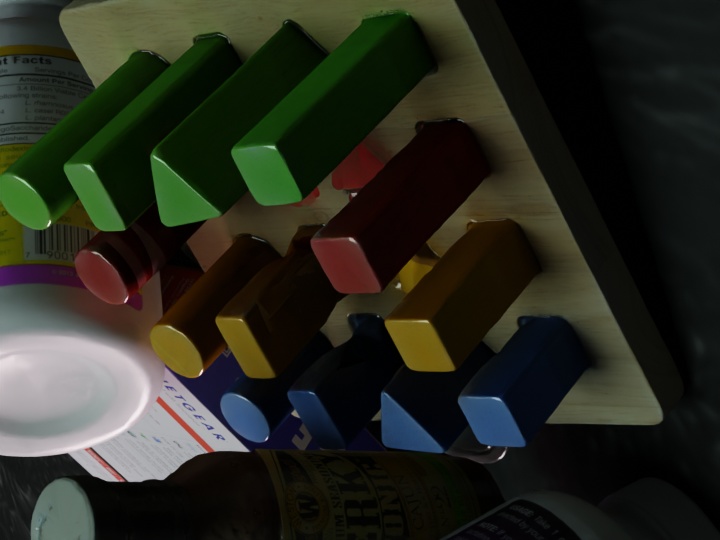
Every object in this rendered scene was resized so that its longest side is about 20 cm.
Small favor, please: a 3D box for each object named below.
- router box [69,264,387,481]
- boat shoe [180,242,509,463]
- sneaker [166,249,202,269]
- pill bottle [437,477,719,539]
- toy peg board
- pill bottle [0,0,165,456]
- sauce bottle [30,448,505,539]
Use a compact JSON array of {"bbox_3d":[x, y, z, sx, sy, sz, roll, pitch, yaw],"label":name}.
[{"bbox_3d":[-0.077,0.071,1.069,0.179,0.049,0.200,8,148,45],"label":"router box"},{"bbox_3d":[0.000,0.000,0.963,0.200,0.060,0.076,41,145,18],"label":"boat shoe"},{"bbox_3d":[-0.115,-0.013,1.092,0.200,0.114,0.076,51,154,29],"label":"sneaker"},{"bbox_3d":[0.043,0.154,0.843,0.113,0.199,0.113,49,154,34],"label":"pill bottle"},{"bbox_3d":[-0.021,-0.003,0.830,0.199,0.098,0.200,-2,125,46],"label":"toy peg board"},{"bbox_3d":[-0.137,-0.032,0.955,0.104,0.104,0.201,96,170,-53],"label":"pill bottle"},{"bbox_3d":[-0.031,0.100,0.872,0.065,0.199,0.065,-4,85,47],"label":"sauce bottle"}]
